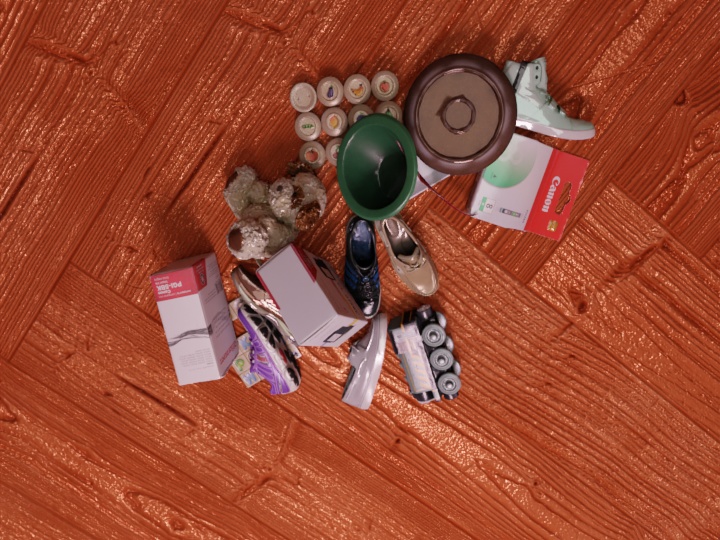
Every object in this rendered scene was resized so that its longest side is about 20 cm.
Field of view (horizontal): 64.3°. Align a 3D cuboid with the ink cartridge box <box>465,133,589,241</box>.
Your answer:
[{"bbox_3d":[0.310,-0.152,1.051,0.196,0.050,0.164,17,104,-4],"label":"ink cartridge box"}]

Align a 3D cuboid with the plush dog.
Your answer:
[{"bbox_3d":[-0.133,-0.101,1.007,0.170,0.203,0.160,-28,138,16],"label":"plush dog"}]

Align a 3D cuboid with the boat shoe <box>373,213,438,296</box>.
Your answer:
[{"bbox_3d":[0.089,-0.026,1.062,0.071,0.065,0.202,-30,112,5],"label":"boat shoe"}]

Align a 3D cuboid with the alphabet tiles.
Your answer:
[{"bbox_3d":[-0.187,0.117,1.130,0.198,0.008,0.169,-31,103,7],"label":"alphabet tiles"}]

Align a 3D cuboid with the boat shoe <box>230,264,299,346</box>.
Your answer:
[{"bbox_3d":[-0.158,0.055,1.078,0.072,0.076,0.200,-43,111,6],"label":"boat shoe"}]

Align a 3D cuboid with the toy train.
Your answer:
[{"bbox_3d":[0.127,0.166,1.117,0.112,0.085,0.204,-15,107,15],"label":"toy train"}]

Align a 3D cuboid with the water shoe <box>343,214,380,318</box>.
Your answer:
[{"bbox_3d":[0.000,0.000,1.066,0.070,0.079,0.205,-6,105,1],"label":"water shoe"}]

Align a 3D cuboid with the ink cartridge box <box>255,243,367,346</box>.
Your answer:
[{"bbox_3d":[-0.078,0.049,0.996,0.082,0.200,0.147,-37,75,8],"label":"ink cartridge box"}]

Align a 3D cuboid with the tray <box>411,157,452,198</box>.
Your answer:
[{"bbox_3d":[0.132,-0.217,1.028,0.197,0.022,0.109,-29,96,13],"label":"tray"}]

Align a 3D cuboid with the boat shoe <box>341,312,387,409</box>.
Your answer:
[{"bbox_3d":[0.006,0.175,1.124,0.067,0.072,0.204,12,113,-5],"label":"boat shoe"}]

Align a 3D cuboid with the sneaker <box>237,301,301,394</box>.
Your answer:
[{"bbox_3d":[-0.189,0.157,1.099,0.082,0.081,0.203,-22,105,11],"label":"sneaker"}]

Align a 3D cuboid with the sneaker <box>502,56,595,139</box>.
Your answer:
[{"bbox_3d":[0.329,-0.301,0.994,0.196,0.074,0.121,14,111,-2],"label":"sneaker"}]

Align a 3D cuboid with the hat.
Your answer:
[{"bbox_3d":[0.075,-0.166,1.024,0.164,0.175,0.204,-22,81,35],"label":"hat"}]

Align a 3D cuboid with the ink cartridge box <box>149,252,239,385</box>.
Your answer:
[{"bbox_3d":[-0.296,0.084,1.041,0.081,0.147,0.205,-11,101,3],"label":"ink cartridge box"}]

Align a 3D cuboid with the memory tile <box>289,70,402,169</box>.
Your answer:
[{"bbox_3d":[-0.022,-0.265,1.014,0.195,0.017,0.157,-5,104,8],"label":"memory tile"}]

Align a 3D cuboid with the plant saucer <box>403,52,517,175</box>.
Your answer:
[{"bbox_3d":[0.169,-0.265,0.980,0.195,0.032,0.205,3,104,12],"label":"plant saucer"}]
